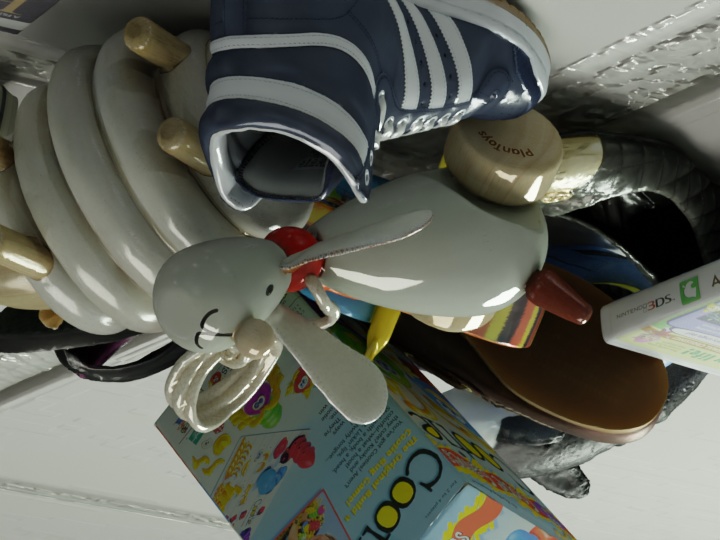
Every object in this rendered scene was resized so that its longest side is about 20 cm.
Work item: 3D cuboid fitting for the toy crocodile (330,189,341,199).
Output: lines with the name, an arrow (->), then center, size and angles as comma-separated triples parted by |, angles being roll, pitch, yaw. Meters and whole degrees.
toy crocodile -> -0.106, -0.029, 1.339 | 0.199, 0.062, 0.068 | 3, 125, 16

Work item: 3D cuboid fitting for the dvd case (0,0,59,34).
dvd case -> -0.163, -0.138, 1.035 | 0.148, 0.016, 0.200 | 12, 164, -25

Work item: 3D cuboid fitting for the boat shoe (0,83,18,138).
boat shoe -> -0.221, -0.044, 1.298 | 0.062, 0.075, 0.200 | 17, 157, -21

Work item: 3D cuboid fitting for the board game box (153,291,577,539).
board game box -> 0.004, 0.107, 1.334 | 0.103, 0.105, 0.200 | 33, -171, -40

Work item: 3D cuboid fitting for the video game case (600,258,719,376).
video game case -> 0.245, 0.019, 1.296 | 0.200, 0.022, 0.182 | 16, 151, -41

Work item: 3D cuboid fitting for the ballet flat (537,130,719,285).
ballet flat -> 0.129, -0.024, 1.262 | 0.066, 0.057, 0.200 | -7, 163, 35

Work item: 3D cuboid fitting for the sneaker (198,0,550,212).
sneaker -> 0.005, -0.064, 1.067 | 0.070, 0.109, 0.200 | -5, 162, 35

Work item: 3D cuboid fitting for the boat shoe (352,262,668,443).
boat shoe -> 0.063, 0.026, 1.361 | 0.200, 0.070, 0.070 | 33, 158, 17

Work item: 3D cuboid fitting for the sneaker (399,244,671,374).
sneaker -> 0.087, 0.017, 1.426 | 0.200, 0.066, 0.078 | 7, -161, 33

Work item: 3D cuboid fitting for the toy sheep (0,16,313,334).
toy sheep -> -0.086, -0.042, 1.154 | 0.200, 0.138, 0.138 | -24, 154, 19

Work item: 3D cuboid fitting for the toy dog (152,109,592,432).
toy dog -> 0.018, 0.009, 1.128 | 0.096, 0.200, 0.132 | 43, 153, 30

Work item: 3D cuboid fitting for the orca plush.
orca plush -> 0.120, 0.090, 1.561 | 0.200, 0.071, 0.105 | -21, -156, -22

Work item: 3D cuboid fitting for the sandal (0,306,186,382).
sandal -> -0.102, 0.025, 1.385 | 0.075, 0.048, 0.200 | 7, -163, 40

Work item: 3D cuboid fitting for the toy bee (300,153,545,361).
toy bee -> 0.000, 0.000, 1.249 | 0.199, 0.131, 0.109 | -1, -167, -10
